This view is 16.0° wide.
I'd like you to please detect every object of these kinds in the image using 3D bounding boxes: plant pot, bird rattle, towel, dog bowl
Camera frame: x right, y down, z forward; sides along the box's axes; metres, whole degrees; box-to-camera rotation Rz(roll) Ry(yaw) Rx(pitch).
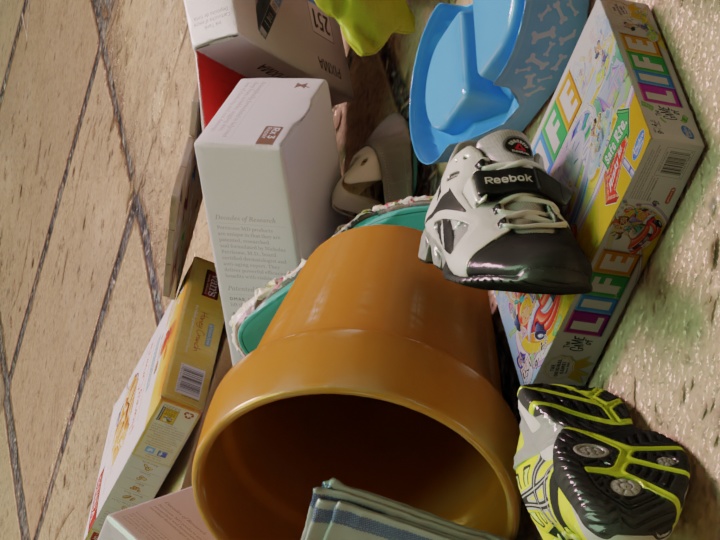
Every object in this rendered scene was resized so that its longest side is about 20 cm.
[{"bbox_3d":[0.010,0.078,1.595,0.184,0.199,0.200,-77,10,-46],"label":"plant pot"},{"bbox_3d":[-0.035,-0.240,1.846,0.113,0.199,0.163,-64,-9,9],"label":"bird rattle"},{"bbox_3d":[0.016,0.224,1.560,0.024,0.146,0.201,-73,2,-57],"label":"towel"},{"bbox_3d":[0.089,-0.142,1.641,0.200,0.049,0.112,125,148,-55],"label":"dog bowl"}]

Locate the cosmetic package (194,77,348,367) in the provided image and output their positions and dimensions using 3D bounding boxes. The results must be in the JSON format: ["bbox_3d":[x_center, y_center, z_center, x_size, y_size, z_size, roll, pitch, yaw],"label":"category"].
[{"bbox_3d":[-0.057,-0.028,1.828,0.102,0.074,0.201,-59,-34,-53],"label":"cosmetic package"}]

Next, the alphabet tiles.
[{"bbox_3d":[-0.123,-0.082,1.911,0.200,0.008,0.168,-79,-1,-48],"label":"alphabet tiles"}]

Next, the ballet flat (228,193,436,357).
[{"bbox_3d":[0.000,0.000,1.711,0.076,0.199,0.064,61,-163,-8],"label":"ballet flat"}]

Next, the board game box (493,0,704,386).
[{"bbox_3d":[0.132,-0.039,1.492,0.135,0.034,0.200,-103,28,-48],"label":"board game box"}]

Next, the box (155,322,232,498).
[{"bbox_3d":[-0.121,0.090,1.976,0.163,0.021,0.201,173,116,-77],"label":"box"}]

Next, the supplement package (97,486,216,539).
[{"bbox_3d":[-0.078,0.216,1.675,0.120,0.200,0.122,37,120,26],"label":"supplement package"}]

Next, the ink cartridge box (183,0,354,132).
[{"bbox_3d":[-0.064,-0.148,1.912,0.045,0.200,0.177,-16,74,22],"label":"ink cartridge box"}]

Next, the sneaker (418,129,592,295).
[{"bbox_3d":[0.081,-0.035,1.469,0.200,0.074,0.089,-150,68,-70],"label":"sneaker"}]

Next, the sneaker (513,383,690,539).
[{"bbox_3d":[0.130,0.122,1.389,0.200,0.075,0.077,-112,27,-75],"label":"sneaker"}]

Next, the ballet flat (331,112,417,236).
[{"bbox_3d":[0.010,-0.038,1.805,0.067,0.063,0.201,119,153,-46],"label":"ballet flat"}]

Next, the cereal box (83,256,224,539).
[{"bbox_3d":[-0.155,0.104,1.949,0.200,0.039,0.144,122,164,-44],"label":"cereal box"}]
